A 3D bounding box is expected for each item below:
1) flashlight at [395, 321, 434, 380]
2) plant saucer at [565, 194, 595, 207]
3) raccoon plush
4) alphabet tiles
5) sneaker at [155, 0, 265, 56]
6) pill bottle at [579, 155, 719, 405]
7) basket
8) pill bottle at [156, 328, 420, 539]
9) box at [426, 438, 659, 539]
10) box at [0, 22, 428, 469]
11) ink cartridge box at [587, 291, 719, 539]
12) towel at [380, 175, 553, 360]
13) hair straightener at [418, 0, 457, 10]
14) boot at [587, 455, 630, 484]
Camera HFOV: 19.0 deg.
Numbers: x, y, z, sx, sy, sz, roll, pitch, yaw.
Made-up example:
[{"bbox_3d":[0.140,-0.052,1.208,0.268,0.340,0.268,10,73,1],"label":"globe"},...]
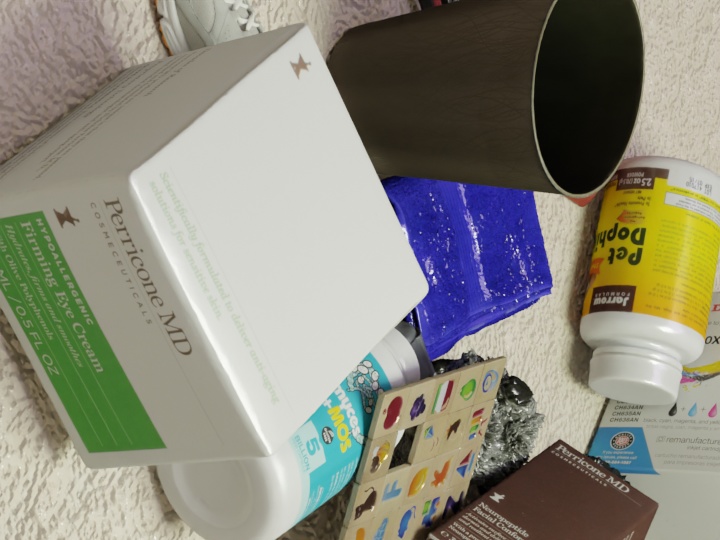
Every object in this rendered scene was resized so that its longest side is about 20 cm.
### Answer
[{"bbox_3d":[0.000,0.000,1.562,0.068,0.067,0.201,-41,119,-33],"label":"flashlight"},{"bbox_3d":[0.170,-0.179,1.819,0.200,0.037,0.201,29,67,-50],"label":"plant saucer"},{"bbox_3d":[0.079,0.161,1.652,0.134,0.096,0.201,-46,125,-33],"label":"raccoon plush"},{"bbox_3d":[0.034,0.164,1.524,0.167,0.008,0.201,-12,123,-56],"label":"alphabet tiles"},{"bbox_3d":[-0.077,-0.141,1.444,0.076,0.092,0.201,-20,105,-52],"label":"sneaker"},{"bbox_3d":[0.251,0.010,1.862,0.109,0.109,0.201,31,65,-48],"label":"pill bottle"},{"bbox_3d":[0.083,-0.131,1.567,0.136,0.199,0.181,51,50,-38],"label":"basket"},{"bbox_3d":[-0.041,0.102,1.472,0.200,0.110,0.112,-33,115,-49],"label":"pill bottle"},{"bbox_3d":[0.131,0.211,1.610,0.200,0.100,0.075,-27,143,-53],"label":"box"},{"bbox_3d":[-0.101,-0.012,1.329,0.200,0.171,0.200,-45,118,-44],"label":"box"},{"bbox_3d":[0.317,0.138,1.915,0.145,0.147,0.201,53,49,-37],"label":"ink cartridge box"},{"bbox_3d":[0.081,-0.017,1.686,0.200,0.049,0.149,-25,110,-50],"label":"towel"},{"bbox_3d":[0.068,-0.242,1.679,0.077,0.041,0.201,-46,124,-43],"label":"hair straightener"},{"bbox_3d":[0.171,0.230,1.769,0.163,0.073,0.198,-66,150,-23],"label":"boot"}]
